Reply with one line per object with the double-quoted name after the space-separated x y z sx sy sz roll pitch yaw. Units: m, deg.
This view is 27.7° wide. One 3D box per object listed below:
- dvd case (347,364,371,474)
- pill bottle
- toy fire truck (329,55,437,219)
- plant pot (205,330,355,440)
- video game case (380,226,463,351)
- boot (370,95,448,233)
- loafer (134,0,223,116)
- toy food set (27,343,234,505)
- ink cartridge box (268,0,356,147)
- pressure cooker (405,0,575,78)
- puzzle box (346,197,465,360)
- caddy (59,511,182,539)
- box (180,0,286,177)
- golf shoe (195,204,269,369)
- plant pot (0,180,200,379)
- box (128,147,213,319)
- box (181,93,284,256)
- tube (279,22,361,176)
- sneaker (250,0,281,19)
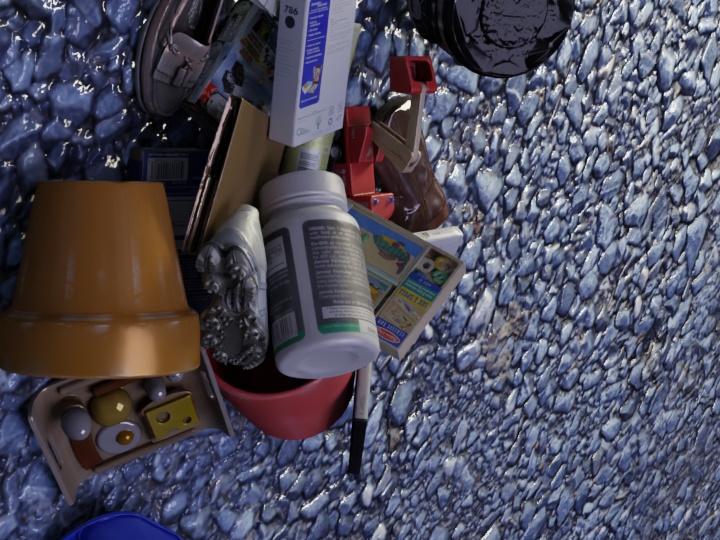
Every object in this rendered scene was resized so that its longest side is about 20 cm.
0.003 0.123 1.748 0.143 0.017 0.201 95 -1 -57 "dvd case"
-0.049 0.003 1.547 0.113 0.112 0.202 22 53 -54 "pill bottle"
0.028 -0.151 1.742 0.049 0.140 0.202 -10 98 -47 "toy fire truck"
-0.088 0.097 1.700 0.201 0.200 0.178 -51 156 -21 "plant pot"
0.024 0.034 1.847 0.181 0.024 0.201 -10 138 -33 "video game case"
0.029 -0.100 1.848 0.187 0.064 0.201 -50 139 -28 "boot"
-0.178 -0.253 1.502 0.072 0.063 0.202 5 104 -53 "loafer"
-0.246 0.165 1.582 0.198 0.061 0.144 -21 129 -8 "toy food set"
-0.048 -0.238 1.543 0.099 0.039 0.202 -26 131 -52 "ink cartridge box"
0.147 -0.337 1.770 0.178 0.200 0.176 36 99 -31 "pressure cooker"
0.000 0.000 1.627 0.133 0.199 0.025 -52 156 -21 "puzzle box"
-0.273 0.350 1.664 0.141 0.105 0.200 -42 142 3 "caddy"
-0.113 -0.188 1.638 0.138 0.040 0.200 -58 143 -15 "box"
-0.119 0.019 1.509 0.201 0.078 0.098 97 11 -49 "golf shoe"
-0.257 0.003 1.447 0.199 0.199 0.185 -3 95 -51 "plant pot"
-0.197 -0.032 1.582 0.120 0.032 0.202 -3 101 -40 "box"
-0.128 -0.089 1.540 0.200 0.021 0.165 18 88 -78 "box"
-0.048 -0.187 1.651 0.058 0.051 0.202 -30 132 -80 "tube"
-0.084 -0.309 1.556 0.199 0.080 0.077 -4 112 -60 "sneaker"
